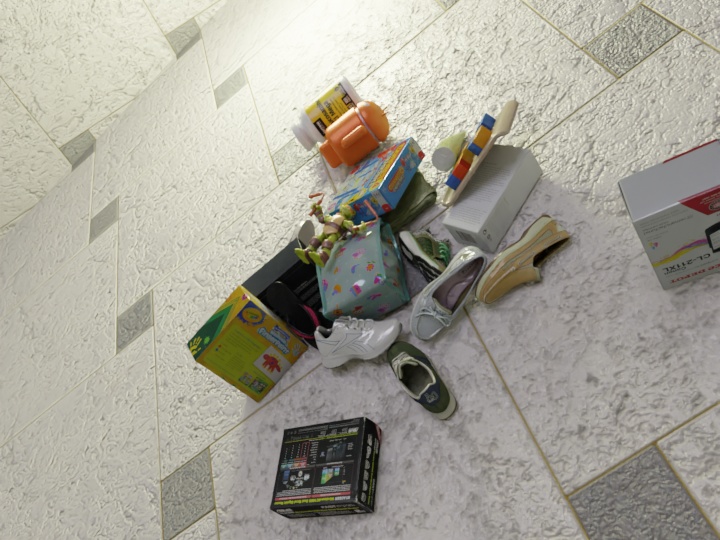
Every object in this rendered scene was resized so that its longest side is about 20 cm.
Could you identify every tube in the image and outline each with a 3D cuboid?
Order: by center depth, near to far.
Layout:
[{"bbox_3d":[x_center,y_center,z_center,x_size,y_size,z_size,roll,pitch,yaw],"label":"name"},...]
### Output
[{"bbox_3d":[0.191,-0.263,1.454,0.057,0.053,0.201,14,24,7],"label":"tube"}]

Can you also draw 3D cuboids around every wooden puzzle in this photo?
[{"bbox_3d":[0.230,-0.242,1.342,0.201,0.046,0.186,-53,4,37],"label":"wooden puzzle"}]

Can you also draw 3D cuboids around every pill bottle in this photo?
[{"bbox_3d":[-0.090,-0.419,1.814,0.199,0.112,0.113,-38,41,11],"label":"pill bottle"}]

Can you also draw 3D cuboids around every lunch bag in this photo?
[{"bbox_3d":[0.000,0.000,1.399,0.168,0.122,0.203,-29,46,21],"label":"lunch bag"}]

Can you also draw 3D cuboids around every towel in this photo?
[{"bbox_3d":[0.073,-0.143,1.514,0.199,0.036,0.149,-40,40,10],"label":"towel"}]

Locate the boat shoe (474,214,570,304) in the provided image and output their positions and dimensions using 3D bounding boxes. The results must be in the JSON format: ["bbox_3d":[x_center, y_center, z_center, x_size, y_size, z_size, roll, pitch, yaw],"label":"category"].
[{"bbox_3d":[0.291,-0.009,1.199,0.200,0.072,0.076,-47,56,2],"label":"boat shoe"}]

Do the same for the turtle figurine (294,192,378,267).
[{"bbox_3d":[-0.066,-0.084,1.401,0.197,0.065,0.162,23,64,34],"label":"turtle figurine"}]

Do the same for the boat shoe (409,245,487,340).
[{"bbox_3d":[0.162,0.045,1.235,0.203,0.074,0.065,-51,6,8],"label":"boat shoe"}]

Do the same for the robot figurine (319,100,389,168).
[{"bbox_3d":[-0.010,-0.343,1.683,0.198,0.143,0.118,-35,64,14],"label":"robot figurine"}]

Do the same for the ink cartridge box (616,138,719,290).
[{"bbox_3d":[0.481,-0.074,0.981,0.144,0.200,0.084,-23,48,24],"label":"ink cartridge box"}]

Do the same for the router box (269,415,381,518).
[{"bbox_3d":[-0.061,0.358,1.212,0.197,0.062,0.152,-16,49,31],"label":"router box"}]

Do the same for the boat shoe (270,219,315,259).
[{"bbox_3d":[-0.179,-0.033,1.612,0.091,0.075,0.204,0,59,31],"label":"boat shoe"}]

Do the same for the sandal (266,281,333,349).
[{"bbox_3d":[-0.120,0.102,1.395,0.076,0.199,0.045,-53,-5,13],"label":"sandal"}]

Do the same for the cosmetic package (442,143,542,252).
[{"bbox_3d":[0.261,-0.145,1.325,0.101,0.071,0.202,22,75,49],"label":"cosmetic package"}]

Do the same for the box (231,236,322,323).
[{"bbox_3d":[-0.166,0.047,1.489,0.199,0.141,0.079,-38,41,9],"label":"box"}]

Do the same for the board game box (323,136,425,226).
[{"bbox_3d":[0.028,-0.187,1.495,0.194,0.056,0.202,-22,29,44],"label":"board game box"}]

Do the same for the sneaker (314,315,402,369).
[{"bbox_3d":[-0.010,0.130,1.317,0.197,0.088,0.075,-21,18,26],"label":"sneaker"}]

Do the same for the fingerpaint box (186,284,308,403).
[{"bbox_3d":[-0.236,0.157,1.417,0.167,0.200,0.073,-47,40,-1],"label":"fingerpaint box"}]

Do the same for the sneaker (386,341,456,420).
[{"bbox_3d":[0.093,0.177,1.201,0.067,0.090,0.200,-45,40,2],"label":"sneaker"}]

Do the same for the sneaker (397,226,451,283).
[{"bbox_3d":[0.151,-0.034,1.342,0.088,0.078,0.201,-30,45,-9],"label":"sneaker"}]
